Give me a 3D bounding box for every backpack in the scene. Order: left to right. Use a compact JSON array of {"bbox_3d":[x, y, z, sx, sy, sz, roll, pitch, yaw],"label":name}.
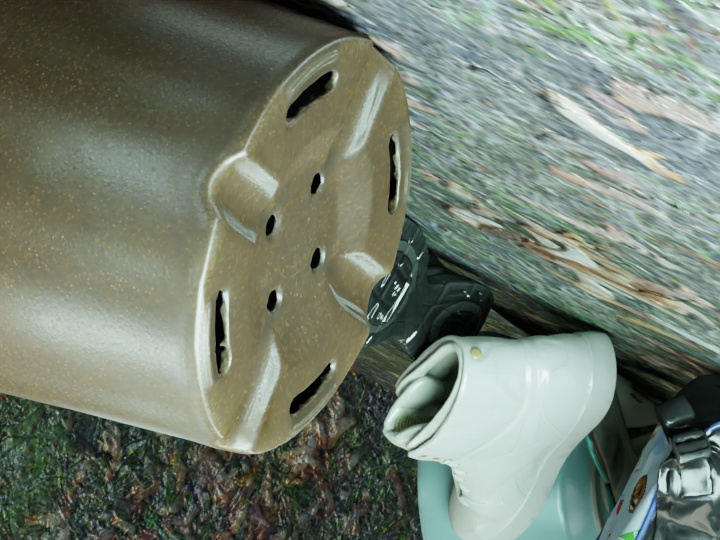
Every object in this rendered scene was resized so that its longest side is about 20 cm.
[{"bbox_3d":[0.203,0.168,1.319,0.199,0.191,0.154,28,-168,-3],"label":"backpack"}]

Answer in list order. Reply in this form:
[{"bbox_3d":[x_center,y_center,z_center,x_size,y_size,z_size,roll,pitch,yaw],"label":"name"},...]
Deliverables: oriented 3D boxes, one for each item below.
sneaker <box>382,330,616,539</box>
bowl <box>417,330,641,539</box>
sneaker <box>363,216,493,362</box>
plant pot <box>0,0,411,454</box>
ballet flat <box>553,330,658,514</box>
[{"bbox_3d":[0.060,0.097,1.454,0.115,0.074,0.200,3,143,-19],"label":"sneaker"},{"bbox_3d":[0.128,0.139,1.620,0.105,0.202,0.201,-2,161,30],"label":"bowl"},{"bbox_3d":[0.000,0.000,1.409,0.091,0.076,0.200,35,177,29],"label":"sneaker"},{"bbox_3d":[-0.101,-0.034,0.890,0.197,0.201,0.200,17,172,25],"label":"plant pot"},{"bbox_3d":[0.167,0.118,1.492,0.067,0.063,0.201,62,-170,-59],"label":"ballet flat"}]
